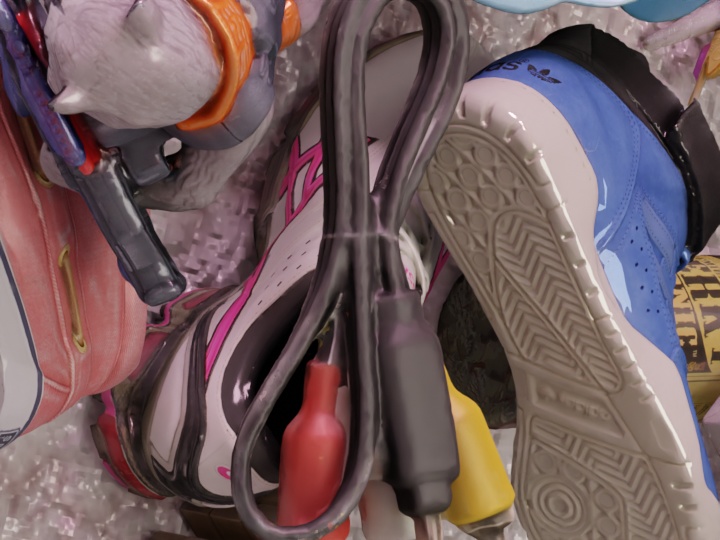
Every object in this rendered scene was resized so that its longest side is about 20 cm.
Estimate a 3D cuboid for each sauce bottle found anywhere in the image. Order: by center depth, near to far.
[{"bbox_3d":[0.123,0.025,1.087,0.200,0.065,0.065,-2,95,-37],"label":"sauce bottle"}]

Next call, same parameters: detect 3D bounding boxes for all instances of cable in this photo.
[{"bbox_3d":[-0.004,0.007,0.897,0.097,0.050,0.200,-7,88,-20],"label":"cable"}]

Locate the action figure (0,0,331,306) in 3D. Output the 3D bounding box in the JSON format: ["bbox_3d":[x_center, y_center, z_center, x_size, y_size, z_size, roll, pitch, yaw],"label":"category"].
[{"bbox_3d":[-0.064,-0.105,0.846,0.200,0.105,0.194,61,18,-24],"label":"action figure"}]

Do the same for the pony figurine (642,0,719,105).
[{"bbox_3d":[0.214,-0.150,1.110,0.193,0.167,0.200,9,91,-1],"label":"pony figurine"}]

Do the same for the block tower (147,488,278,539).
[{"bbox_3d":[-0.078,0.144,0.941,0.200,0.054,0.058,-46,120,-29],"label":"block tower"}]

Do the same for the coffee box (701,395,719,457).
[{"bbox_3d":[0.224,0.106,1.057,0.080,0.113,0.200,-48,121,-32],"label":"coffee box"}]

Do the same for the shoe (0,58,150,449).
[{"bbox_3d":[-0.125,-0.047,0.880,0.091,0.071,0.200,-23,97,-61],"label":"shoe"}]

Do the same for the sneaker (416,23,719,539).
[{"bbox_3d":[0.090,0.015,0.978,0.111,0.077,0.200,-37,109,-49],"label":"sneaker"}]

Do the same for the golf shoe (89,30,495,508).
[{"bbox_3d":[0.000,0.000,0.970,0.073,0.092,0.200,49,62,-29],"label":"golf shoe"}]

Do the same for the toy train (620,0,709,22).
[{"bbox_3d":[0.128,-0.184,0.997,0.085,0.116,0.200,29,108,-39],"label":"toy train"}]

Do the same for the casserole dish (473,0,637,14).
[{"bbox_3d":[0.070,-0.178,0.938,0.121,0.039,0.200,23,88,-12],"label":"casserole dish"}]
